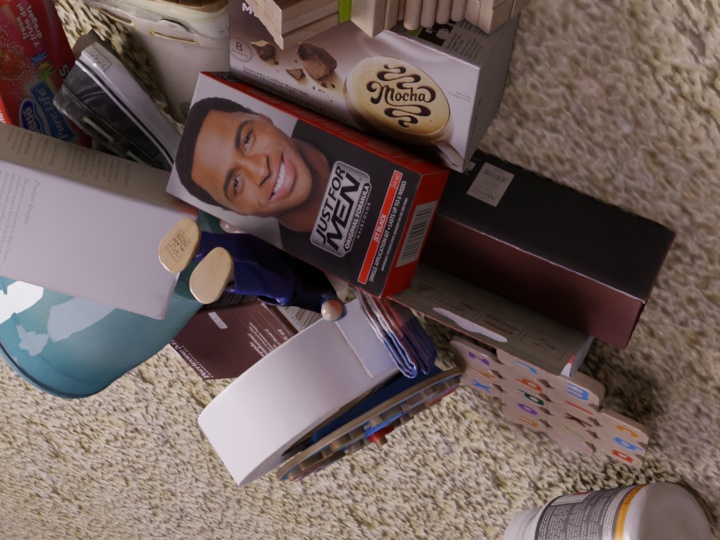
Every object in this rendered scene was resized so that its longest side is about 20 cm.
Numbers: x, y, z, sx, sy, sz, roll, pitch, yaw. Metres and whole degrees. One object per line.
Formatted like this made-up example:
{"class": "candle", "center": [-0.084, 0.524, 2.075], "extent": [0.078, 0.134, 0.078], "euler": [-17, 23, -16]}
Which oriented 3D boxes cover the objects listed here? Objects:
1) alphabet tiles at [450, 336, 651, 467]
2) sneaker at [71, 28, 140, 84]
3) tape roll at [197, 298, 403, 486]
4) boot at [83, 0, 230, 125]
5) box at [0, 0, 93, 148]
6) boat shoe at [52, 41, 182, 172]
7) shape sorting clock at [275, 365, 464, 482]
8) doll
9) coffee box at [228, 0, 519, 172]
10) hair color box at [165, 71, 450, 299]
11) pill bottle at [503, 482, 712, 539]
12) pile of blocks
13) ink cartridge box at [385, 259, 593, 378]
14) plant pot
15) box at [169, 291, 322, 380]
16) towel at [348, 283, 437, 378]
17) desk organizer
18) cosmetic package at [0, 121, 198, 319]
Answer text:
{"class": "alphabet tiles", "center": [0.172, 0.118, 1.218], "extent": [0.194, 0.015, 0.200], "euler": [26, 162, 17]}
{"class": "sneaker", "center": [-0.244, -0.135, 1.201], "extent": [0.077, 0.080, 0.201], "euler": [50, 156, 16]}
{"class": "tape roll", "center": [-0.045, 0.106, 1.193], "extent": [0.071, 0.201, 0.203], "euler": [55, 148, 9]}
{"class": "boot", "center": [-0.173, -0.198, 1.101], "extent": [0.198, 0.072, 0.155], "euler": [21, 151, 24]}
{"class": "box", "center": [-0.290, -0.129, 1.124], "extent": [0.099, 0.096, 0.202], "euler": [2, 123, 33]}
{"class": "boat shoe", "center": [-0.198, -0.115, 1.121], "extent": [0.072, 0.071, 0.200], "euler": [45, 176, 31]}
{"class": "shape sorting clock", "center": [0.011, 0.145, 1.239], "extent": [0.039, 0.199, 0.200], "euler": [56, 148, 10]}
{"class": "doll", "center": [-0.071, -0.001, 1.052], "extent": [0.136, 0.049, 0.199], "euler": [41, -165, 30]}
{"class": "coffee box", "center": [0.006, -0.169, 0.973], "extent": [0.198, 0.080, 0.114], "euler": [24, 146, 12]}
{"class": "hair color box", "center": [-0.042, -0.068, 1.013], "extent": [0.198, 0.061, 0.103], "euler": [26, 108, 21]}
{"class": "pill bottle", "center": [0.238, 0.275, 1.321], "extent": [0.116, 0.117, 0.199], "euler": [44, 147, -18]}
{"class": "pile of blocks", "center": [0.020, -0.204, 0.892], "extent": [0.197, 0.083, 0.062], "euler": [-5, 146, -8]}
{"class": "ink cartridge box", "center": [0.100, 0.043, 1.080], "extent": [0.161, 0.200, 0.058], "euler": [24, 112, 13]}
{"class": "plant pot", "center": [-0.237, 0.001, 1.304], "extent": [0.186, 0.201, 0.201], "euler": [-23, 120, 31]}
{"class": "box", "center": [-0.116, 0.051, 1.371], "extent": [0.199, 0.075, 0.100], "euler": [-9, 130, 48]}
{"class": "towel", "center": [0.000, 0.000, 1.124], "extent": [0.201, 0.024, 0.147], "euler": [56, -173, 1]}
{"class": "desk organizer", "center": [0.139, -0.020, 1.064], "extent": [0.198, 0.072, 0.077], "euler": [24, 149, 14]}
{"class": "cosmetic package", "center": [-0.235, -0.043, 1.060], "extent": [0.197, 0.074, 0.103], "euler": [17, 115, -16]}
